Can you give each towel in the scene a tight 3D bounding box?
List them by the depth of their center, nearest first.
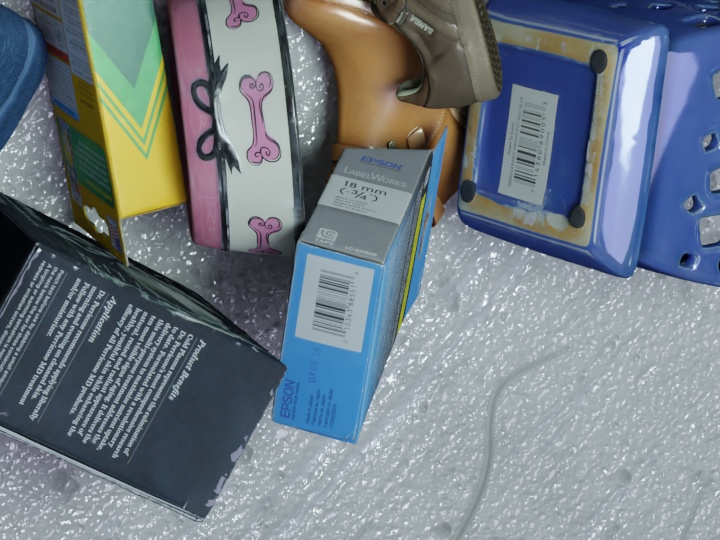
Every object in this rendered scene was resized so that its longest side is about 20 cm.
[{"bbox_3d":[-0.245,-0.115,1.616,0.049,0.200,0.112,31,91,3],"label":"towel"}]

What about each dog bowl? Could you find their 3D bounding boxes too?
[{"bbox_3d":[-0.085,-0.103,1.692,0.074,0.200,0.200,-7,108,-5],"label":"dog bowl"}]

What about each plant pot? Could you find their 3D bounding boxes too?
[{"bbox_3d":[0.183,-0.096,1.777,0.180,0.200,0.200,-2,105,-40],"label":"plant pot"}]

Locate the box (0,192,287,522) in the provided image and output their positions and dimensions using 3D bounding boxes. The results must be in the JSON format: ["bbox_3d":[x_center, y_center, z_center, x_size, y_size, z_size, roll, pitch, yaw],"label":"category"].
[{"bbox_3d":[-0.186,0.049,1.681,0.196,0.200,0.124,30,92,-27],"label":"box"}]

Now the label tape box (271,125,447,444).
[{"bbox_3d":[0.000,0.000,1.722,0.063,0.200,0.144,14,122,7],"label":"label tape box"}]

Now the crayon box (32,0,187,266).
[{"bbox_3d":[-0.167,-0.117,1.684,0.052,0.126,0.200,-15,110,-19],"label":"crayon box"}]

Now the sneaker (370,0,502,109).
[{"bbox_3d":[0.037,-0.198,1.694,0.075,0.070,0.200,-11,110,12],"label":"sneaker"}]

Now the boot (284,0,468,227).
[{"bbox_3d":[0.000,-0.104,1.792,0.200,0.077,0.155,27,90,-39],"label":"boot"}]
